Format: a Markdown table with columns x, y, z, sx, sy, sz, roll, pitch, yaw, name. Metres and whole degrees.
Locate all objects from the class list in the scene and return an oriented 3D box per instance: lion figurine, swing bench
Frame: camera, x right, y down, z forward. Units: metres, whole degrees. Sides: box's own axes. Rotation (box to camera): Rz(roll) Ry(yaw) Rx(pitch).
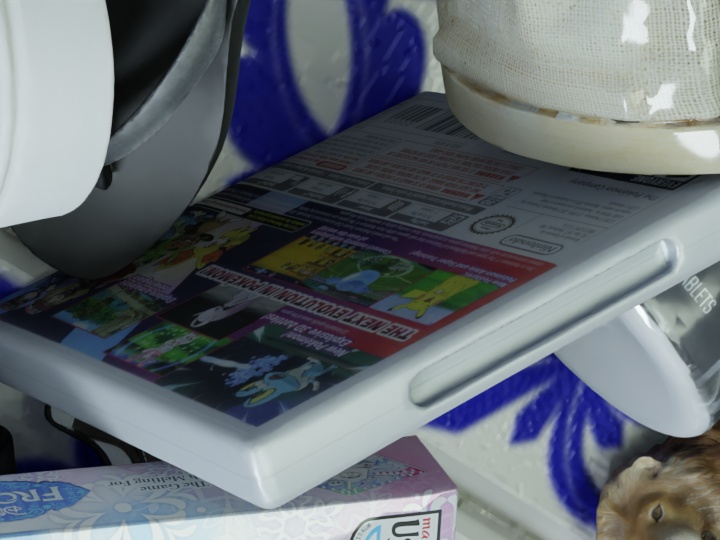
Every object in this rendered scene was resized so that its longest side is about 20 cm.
| x | y | z | sx | sy | sz | roll | pitch | yaw | name |
| --- | --- | --- | --- | --- | --- | --- | --- | --- | --- |
| 0.170 | 0.036 | 0.947 | 0.201 | 0.122 | 0.072 | -68 | 163 | -6 | lion figurine |
| 0.078 | -0.158 | 0.752 | 0.200 | 0.129 | 0.200 | -39 | 127 | -49 | swing bench |

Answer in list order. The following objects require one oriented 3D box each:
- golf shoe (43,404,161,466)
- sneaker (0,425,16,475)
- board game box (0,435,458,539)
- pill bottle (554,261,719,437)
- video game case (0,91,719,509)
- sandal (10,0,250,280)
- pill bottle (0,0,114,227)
| x | y | z | sx | sy | sz | roll | pitch | yaw | name |
| --- | --- | --- | --- | --- | --- | --- | --- | --- | --- |
| -0.054 | 0.120 | 0.830 | 0.094 | 0.078 | 0.202 | -7 | 88 | -12 | golf shoe |
| -0.181 | 0.062 | 0.746 | 0.199 | 0.075 | 0.080 | 21 | 80 | -43 | sneaker |
| -0.075 | 0.153 | 0.741 | 0.197 | 0.043 | 0.202 | -5 | 111 | -19 | board game box |
| 0.143 | -0.047 | 0.892 | 0.200 | 0.106 | 0.106 | -44 | 125 | -14 | pill bottle |
| 0.000 | 0.000 | 0.754 | 0.181 | 0.200 | 0.023 | -27 | 111 | -23 | video game case |
| -0.060 | -0.084 | 0.738 | 0.076 | 0.043 | 0.201 | 28 | 117 | 4 | sandal |
| -0.172 | -0.048 | 0.677 | 0.199 | 0.113 | 0.114 | -9 | 111 | -31 | pill bottle |
